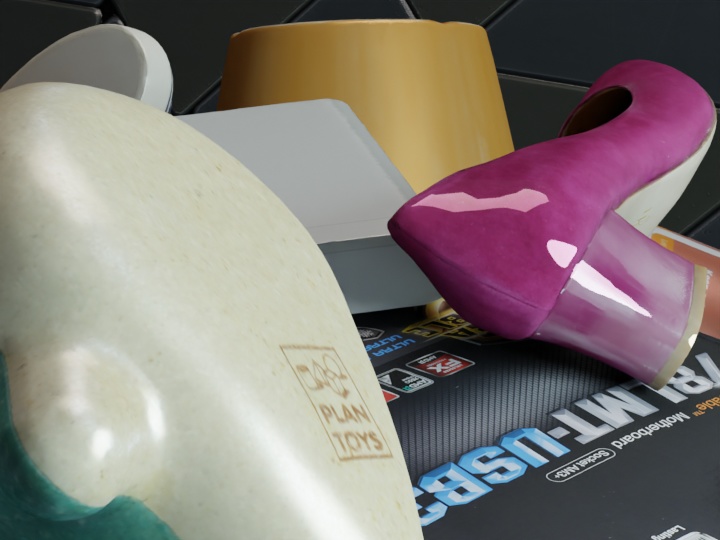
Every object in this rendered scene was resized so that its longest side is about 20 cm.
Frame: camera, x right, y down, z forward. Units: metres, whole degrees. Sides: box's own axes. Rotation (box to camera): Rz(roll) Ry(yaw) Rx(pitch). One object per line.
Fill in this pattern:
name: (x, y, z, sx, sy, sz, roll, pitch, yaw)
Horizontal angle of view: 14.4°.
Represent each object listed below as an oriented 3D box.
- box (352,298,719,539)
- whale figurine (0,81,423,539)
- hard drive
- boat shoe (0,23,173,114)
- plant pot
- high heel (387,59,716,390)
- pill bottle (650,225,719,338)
box: (0.048, 0.062, 0.827, 0.198, 0.050, 0.199, 19, 25, 38)
whale figurine: (-0.046, 0.053, 0.675, 0.201, 0.104, 0.159, 56, 20, 15)
hard drive: (-0.052, -0.019, 0.959, 0.131, 0.026, 0.200, -7, 16, -8)
boat shoe: (-0.121, -0.013, 1.161, 0.092, 0.200, 0.075, 15, 36, -47)
plant pot: (0.002, -0.024, 1.369, 0.199, 0.185, 0.200, -1, 0, 0)
high heel: (0.057, -0.033, 0.901, 0.095, 0.068, 0.200, 27, 30, -9)
pill bottle: (0.186, 0.063, 1.256, 0.199, 0.113, 0.112, 22, 2, -2)
